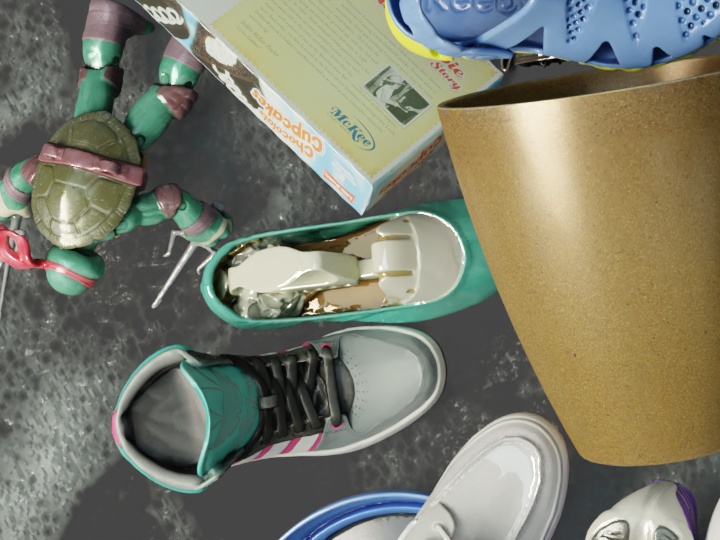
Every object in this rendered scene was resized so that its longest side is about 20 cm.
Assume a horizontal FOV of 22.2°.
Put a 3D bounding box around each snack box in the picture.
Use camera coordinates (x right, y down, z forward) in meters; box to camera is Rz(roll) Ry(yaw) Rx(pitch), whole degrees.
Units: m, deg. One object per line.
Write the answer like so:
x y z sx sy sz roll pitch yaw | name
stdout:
-0.028 -0.138 1.050 0.200 0.037 0.116 44 62 10 | snack box

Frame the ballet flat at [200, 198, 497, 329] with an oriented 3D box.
0.000 0.000 1.056 0.199 0.070 0.068 -10 87 14 | ballet flat

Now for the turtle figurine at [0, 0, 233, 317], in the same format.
-0.146 -0.055 1.082 0.149 0.101 0.201 18 86 6 | turtle figurine

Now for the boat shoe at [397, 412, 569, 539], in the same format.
0.043 0.165 1.006 0.072 0.069 0.200 41 99 11 | boat shoe

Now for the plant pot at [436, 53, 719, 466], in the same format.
0.148 -0.005 0.975 0.186 0.186 0.201 -8 98 14 | plant pot

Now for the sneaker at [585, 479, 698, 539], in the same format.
0.164 0.211 1.017 0.080 0.083 0.201 14 109 23 | sneaker

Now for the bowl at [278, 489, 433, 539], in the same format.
0.026 0.227 1.066 0.200 0.039 0.202 0 90 14 | bowl

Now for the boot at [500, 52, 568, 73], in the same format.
0.161 -0.204 1.020 0.199 0.069 0.175 -13 86 24 | boot

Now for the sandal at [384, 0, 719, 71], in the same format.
0.099 -0.139 0.934 0.199 0.087 0.080 -4 92 18 | sandal

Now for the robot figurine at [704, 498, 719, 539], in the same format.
0.277 0.168 0.956 0.199 0.125 0.151 24 94 10 | robot figurine

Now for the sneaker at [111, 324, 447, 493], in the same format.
-0.056 0.074 1.044 0.199 0.121 0.084 -15 86 13 | sneaker
